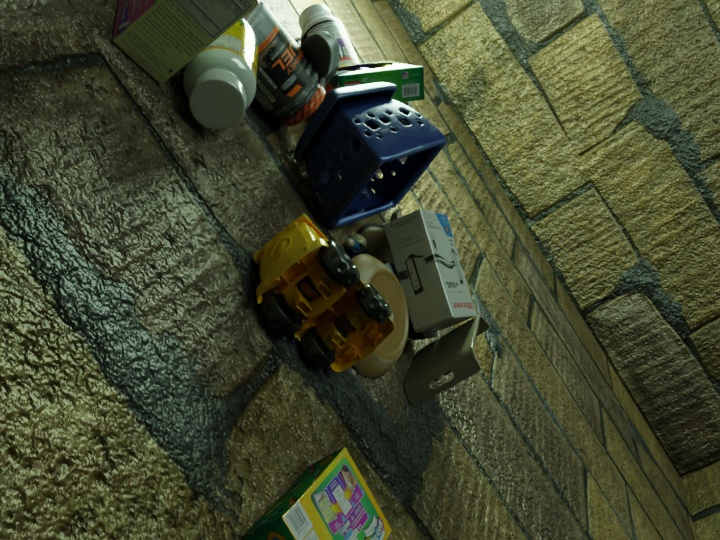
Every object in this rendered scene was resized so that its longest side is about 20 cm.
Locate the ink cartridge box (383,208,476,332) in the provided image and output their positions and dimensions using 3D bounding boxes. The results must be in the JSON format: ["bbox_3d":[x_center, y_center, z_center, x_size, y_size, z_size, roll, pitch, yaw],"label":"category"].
[{"bbox_3d":[0.129,0.002,1.441,0.145,0.083,0.203,3,68,-65],"label":"ink cartridge box"}]

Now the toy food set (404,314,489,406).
[{"bbox_3d":[0.163,0.164,1.425,0.061,0.142,0.200,55,21,-8],"label":"toy food set"}]

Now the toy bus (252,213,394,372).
[{"bbox_3d":[-0.063,0.019,1.148,0.200,0.135,0.193,47,8,-34],"label":"toy bus"}]

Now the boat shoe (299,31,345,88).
[{"bbox_3d":[-0.069,-0.397,1.483,0.074,0.065,0.202,45,-13,3],"label":"boat shoe"}]

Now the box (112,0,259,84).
[{"bbox_3d":[-0.253,-0.406,1.149,0.097,0.198,0.178,40,28,-40],"label":"box"}]

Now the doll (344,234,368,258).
[{"bbox_3d":[0.000,0.000,1.394,0.202,0.048,0.137,-94,159,-53],"label":"doll"}]

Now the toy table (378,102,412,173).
[{"bbox_3d":[0.045,-0.295,1.757,0.199,0.181,0.119,11,67,-65],"label":"toy table"}]

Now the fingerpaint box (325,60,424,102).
[{"bbox_3d":[0.012,-0.397,1.678,0.167,0.197,0.075,-144,-134,-60],"label":"fingerpaint box"}]

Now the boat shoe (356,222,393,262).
[{"bbox_3d":[0.045,-0.061,1.568,0.199,0.072,0.065,13,34,-55],"label":"boat shoe"}]

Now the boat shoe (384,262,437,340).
[{"bbox_3d":[0.076,0.066,1.452,0.201,0.056,0.069,52,29,-37],"label":"boat shoe"}]

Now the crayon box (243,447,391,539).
[{"bbox_3d":[-0.041,0.297,0.892,0.120,0.058,0.200,60,20,2],"label":"crayon box"}]

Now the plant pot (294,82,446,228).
[{"bbox_3d":[0.005,-0.223,1.450,0.198,0.200,0.181,-22,71,-44],"label":"plant pot"}]

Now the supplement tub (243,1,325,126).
[{"bbox_3d":[-0.159,-0.367,1.423,0.200,0.121,0.123,47,24,-29],"label":"supplement tub"}]

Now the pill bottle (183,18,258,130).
[{"bbox_3d":[-0.216,-0.308,1.227,0.113,0.112,0.202,44,25,-34],"label":"pill bottle"}]

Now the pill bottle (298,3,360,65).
[{"bbox_3d":[-0.076,-0.513,1.829,0.111,0.110,0.203,21,42,-58],"label":"pill bottle"}]

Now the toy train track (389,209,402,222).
[{"bbox_3d":[0.073,-0.019,1.523,0.115,0.032,0.204,-43,131,-55],"label":"toy train track"}]

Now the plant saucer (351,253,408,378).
[{"bbox_3d":[0.030,0.072,1.286,0.199,0.035,0.204,21,65,-55],"label":"plant saucer"}]
